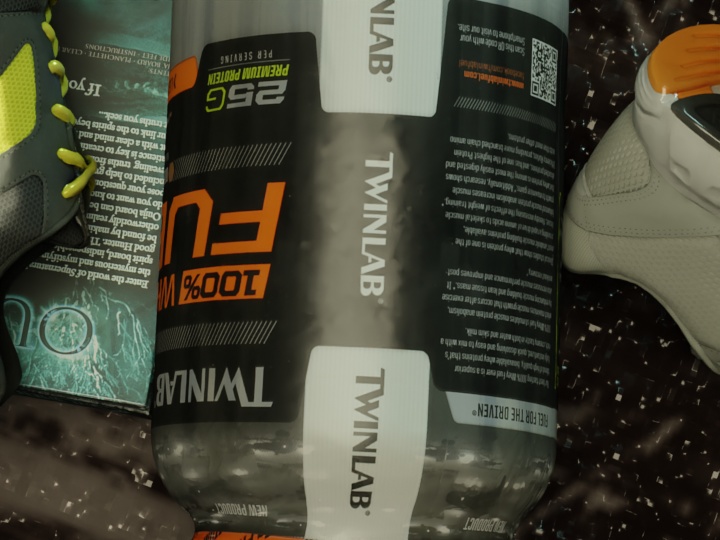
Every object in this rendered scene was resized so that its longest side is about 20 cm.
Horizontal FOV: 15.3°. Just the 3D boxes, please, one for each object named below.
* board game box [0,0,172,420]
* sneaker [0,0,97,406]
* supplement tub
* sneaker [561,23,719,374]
[{"bbox_3d":[-0.150,-0.035,0.859,0.198,0.028,0.136,10,83,5],"label":"board game box"},{"bbox_3d":[-0.113,-0.047,0.815,0.084,0.074,0.201,20,92,0],"label":"sneaker"},{"bbox_3d":[0.000,0.000,0.797,0.121,0.123,0.202,1,81,4],"label":"supplement tub"},{"bbox_3d":[0.152,0.007,0.818,0.199,0.092,0.076,32,42,-9],"label":"sneaker"}]
